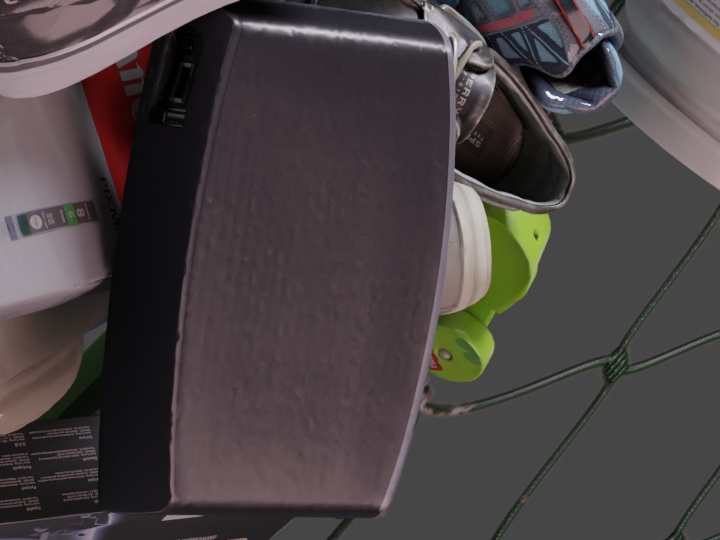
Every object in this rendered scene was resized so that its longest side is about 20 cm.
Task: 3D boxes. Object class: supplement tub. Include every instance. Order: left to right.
[{"bbox_3d":[0.219,-0.139,1.395,0.200,0.145,0.145,-52,147,15],"label":"supplement tub"}]

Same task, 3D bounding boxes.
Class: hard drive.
[{"bbox_3d":[-0.027,-0.001,1.099,0.135,0.042,0.200,5,96,-33],"label":"hard drive"}]

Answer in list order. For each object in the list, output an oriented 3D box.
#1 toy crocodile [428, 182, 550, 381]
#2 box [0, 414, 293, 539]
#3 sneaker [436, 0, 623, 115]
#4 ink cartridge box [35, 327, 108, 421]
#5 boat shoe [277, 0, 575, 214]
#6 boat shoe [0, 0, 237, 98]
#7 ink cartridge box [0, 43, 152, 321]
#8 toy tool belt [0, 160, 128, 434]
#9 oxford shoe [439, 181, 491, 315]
[{"bbox_3d":[0.021,0.018,1.336,0.200,0.062,0.068,-28,-155,53],"label":"toy crocodile"},{"bbox_3d":[-0.135,0.109,1.227,0.200,0.044,0.160,-4,158,-30],"label":"box"},{"bbox_3d":[0.069,-0.100,1.279,0.079,0.096,0.200,-40,176,-2],"label":"sneaker"},{"bbox_3d":[-0.120,0.094,1.374,0.104,0.059,0.200,-44,148,2],"label":"ink cartridge box"},{"bbox_3d":[0.028,-0.081,1.180,0.200,0.071,0.072,30,85,-50],"label":"boat shoe"},{"bbox_3d":[-0.064,-0.138,1.045,0.200,0.070,0.066,-29,144,-11],"label":"boat shoe"},{"bbox_3d":[-0.119,-0.070,1.098,0.200,0.161,0.050,-16,176,-34],"label":"ink cartridge box"},{"bbox_3d":[-0.141,-0.029,1.184,0.200,0.123,0.125,-38,135,-32],"label":"toy tool belt"},{"bbox_3d":[0.000,0.000,1.240,0.058,0.075,0.200,-8,175,-17],"label":"oxford shoe"}]
